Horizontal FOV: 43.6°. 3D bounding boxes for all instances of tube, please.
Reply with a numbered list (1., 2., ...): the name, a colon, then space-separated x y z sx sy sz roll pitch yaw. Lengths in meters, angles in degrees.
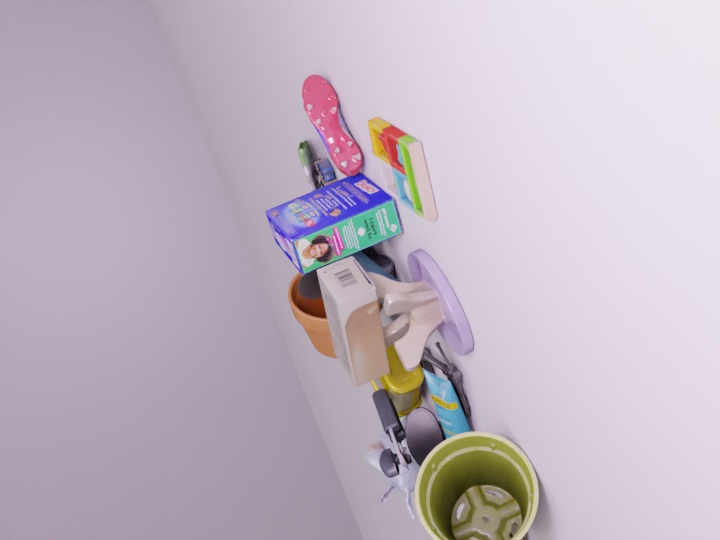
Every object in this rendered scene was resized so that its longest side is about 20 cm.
1. tube: 0.166 0.263 1.638 0.077 0.050 0.201 16 136 47

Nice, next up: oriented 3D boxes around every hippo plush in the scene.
1. hippo plush: 0.089 0.373 1.896 0.158 0.200 0.162 20 134 17

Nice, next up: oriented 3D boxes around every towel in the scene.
1. towel: -0.094 -0.180 1.964 0.149 0.030 0.201 -103 -4 -75

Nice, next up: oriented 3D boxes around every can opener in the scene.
1. can opener: 0.048 0.310 1.714 0.053 0.067 0.200 60 -177 -34

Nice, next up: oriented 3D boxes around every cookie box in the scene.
1. cookie box: -0.050 -0.089 1.627 0.171 0.199 0.076 46 156 59

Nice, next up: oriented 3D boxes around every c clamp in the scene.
1. c clamp: 0.152 0.191 1.681 0.172 0.027 0.200 63 168 -10

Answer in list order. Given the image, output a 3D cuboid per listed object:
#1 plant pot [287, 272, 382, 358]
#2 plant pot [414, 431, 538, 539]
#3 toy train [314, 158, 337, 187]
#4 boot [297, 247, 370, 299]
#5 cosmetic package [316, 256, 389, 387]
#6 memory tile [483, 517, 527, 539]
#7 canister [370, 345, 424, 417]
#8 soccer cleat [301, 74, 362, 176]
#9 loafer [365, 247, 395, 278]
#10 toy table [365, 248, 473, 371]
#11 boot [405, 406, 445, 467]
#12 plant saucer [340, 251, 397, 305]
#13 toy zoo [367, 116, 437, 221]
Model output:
1. plant pot: -0.041 0.086 1.867 0.200 0.199 0.141 -128 22 -48
2. plant pot: 0.204 0.397 1.510 0.201 0.200 0.184 58 176 33
3. toy train: -0.047 -0.150 1.878 0.201 0.034 0.046 64 163 12
4. boot: -0.048 -0.025 1.781 0.074 0.200 0.076 42 -174 -23
5. cosmetic package: -0.011 0.089 1.542 0.105 0.071 0.201 -126 19 -47
6. memory tile: 0.276 0.500 1.710 0.200 0.017 0.154 32 142 67
7. canister: 0.071 0.210 1.858 0.200 0.086 0.149 90 155 -68
8. soccer cleat: -0.055 -0.264 1.664 0.201 0.066 0.076 63 171 8
9. loafer: 0.014 -0.003 1.808 0.200 0.072 0.063 33 148 63
10. toy table: 0.091 0.069 1.514 0.184 0.117 0.201 85 159 -52
11. boot: 0.145 0.334 1.748 0.174 0.069 0.201 -55 -53 -74
12. plant saucer: 0.000 0.000 1.685 0.200 0.070 0.019 39 132 1
13. toy zoo: 0.060 -0.169 1.451 0.200 0.020 0.132 45 154 58
